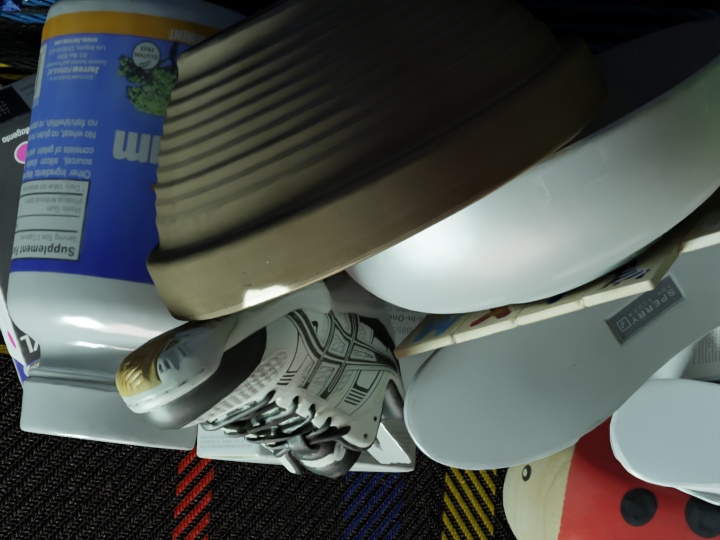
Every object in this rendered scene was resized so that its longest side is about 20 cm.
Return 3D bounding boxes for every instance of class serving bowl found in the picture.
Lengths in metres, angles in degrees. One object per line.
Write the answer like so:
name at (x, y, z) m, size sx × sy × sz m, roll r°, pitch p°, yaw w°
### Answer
serving bowl at (0.083, -0.035, 0.702) m, size 0.199 × 0.066 × 0.200 m, roll -25°, pitch -169°, yaw 5°

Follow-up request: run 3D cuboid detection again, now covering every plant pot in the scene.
plant pot at (-0.008, -0.068, 0.656) m, size 0.200 × 0.093 × 0.201 m, roll -26°, pitch -168°, yaw 6°

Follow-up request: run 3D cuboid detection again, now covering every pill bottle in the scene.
pill bottle at (-0.105, -0.020, 0.771) m, size 0.111 × 0.202 × 0.112 m, roll 6°, pitch 173°, yaw 1°

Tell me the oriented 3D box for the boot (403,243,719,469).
boot at (0.107, 0.025, 0.778) m, size 0.199 × 0.074 × 0.096 m, roll -29°, pitch -175°, yaw -3°

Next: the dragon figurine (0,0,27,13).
dragon figurine at (-0.167, -0.133, 0.533) m, size 0.099 × 0.059 × 0.200 m, roll 3°, pitch 172°, yaw 8°

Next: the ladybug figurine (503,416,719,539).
ladybug figurine at (0.175, 0.122, 0.889) m, size 0.198 × 0.136 × 0.072 m, roll 10°, pitch 134°, yaw 15°

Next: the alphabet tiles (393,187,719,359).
alphabet tiles at (0.128, -0.022, 0.728) m, size 0.199 × 0.008 × 0.167 m, roll -18°, pitch -165°, yaw 37°

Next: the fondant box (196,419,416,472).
fondant box at (-0.028, 0.023, 1.036) m, size 0.058 × 0.202 × 0.144 m, roll -5°, pitch 168°, yaw 42°

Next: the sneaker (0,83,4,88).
sneaker at (-0.227, -0.064, 0.995) m, size 0.080 × 0.074 × 0.199 m, roll 7°, pitch 172°, yaw -33°

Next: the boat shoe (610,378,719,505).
boat shoe at (0.225, 0.097, 0.808) m, size 0.198 × 0.072 × 0.068 m, roll 5°, pitch 169°, yaw 22°

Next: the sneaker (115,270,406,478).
sneaker at (-0.027, 0.049, 0.700) m, size 0.075 × 0.088 × 0.200 m, roll -22°, pitch 178°, yaw 25°

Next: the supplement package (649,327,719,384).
supplement package at (0.247, -0.006, 0.871) m, size 0.149 × 0.153 × 0.200 m, roll 7°, pitch 171°, yaw -13°

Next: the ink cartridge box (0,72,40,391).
ink cartridge box at (-0.159, -0.015, 0.889) m, size 0.094 × 0.201 × 0.037 m, roll -27°, pitch -133°, yaw -20°

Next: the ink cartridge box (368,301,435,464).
ink cartridge box at (0.000, 0.000, 0.869) m, size 0.124 × 0.202 × 0.129 m, roll 5°, pitch 171°, yaw -6°
